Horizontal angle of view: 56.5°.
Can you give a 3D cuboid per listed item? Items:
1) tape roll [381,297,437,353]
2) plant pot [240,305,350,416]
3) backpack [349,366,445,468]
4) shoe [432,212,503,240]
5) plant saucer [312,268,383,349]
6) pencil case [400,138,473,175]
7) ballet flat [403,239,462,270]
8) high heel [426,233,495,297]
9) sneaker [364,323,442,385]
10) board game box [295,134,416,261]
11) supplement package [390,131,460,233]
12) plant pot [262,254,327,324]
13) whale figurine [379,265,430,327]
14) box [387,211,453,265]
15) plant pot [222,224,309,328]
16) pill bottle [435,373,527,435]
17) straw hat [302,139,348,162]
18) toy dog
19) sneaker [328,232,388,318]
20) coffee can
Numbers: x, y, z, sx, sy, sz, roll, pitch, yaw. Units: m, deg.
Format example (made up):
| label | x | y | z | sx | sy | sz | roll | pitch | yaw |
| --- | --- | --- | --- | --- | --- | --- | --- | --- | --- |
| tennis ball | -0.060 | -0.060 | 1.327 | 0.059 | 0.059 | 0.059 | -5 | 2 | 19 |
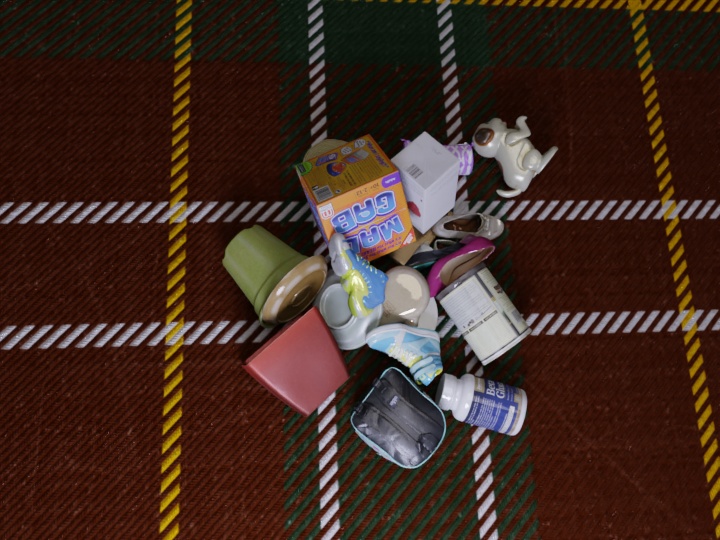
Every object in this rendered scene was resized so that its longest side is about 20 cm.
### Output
| label | x | y | z | sx | sy | sz | roll | pitch | yaw |
| --- | --- | --- | --- | --- | --- | --- | --- | --- | --- |
| tape roll | 0.092 | 0.106 | 1.651 | 0.199 | 0.037 | 0.206 | 1 | 75 | -5 |
| plant pot | -0.137 | 0.217 | 1.524 | 0.199 | 0.200 | 0.177 | -40 | 93 | -15 |
| backpack | 0.093 | 0.346 | 1.526 | 0.199 | 0.154 | 0.176 | 36 | 76 | 15 |
| shoe | 0.283 | -0.110 | 1.712 | 0.197 | 0.053 | 0.071 | -3 | 80 | -17 |
| plant saucer | -0.042 | 0.085 | 1.578 | 0.197 | 0.050 | 0.204 | -3 | 85 | 31 |
| pencil case | 0.200 | -0.295 | 1.744 | 0.196 | 0.084 | 0.087 | 0 | 109 | -8 |
| ballet flat | 0.185 | -0.040 | 1.680 | 0.197 | 0.073 | 0.074 | -11 | 76 | -22 |
| high heel | 0.235 | -0.006 | 1.614 | 0.067 | 0.096 | 0.201 | 40 | 85 | -31 |
| sneaker | 0.108 | 0.197 | 1.529 | 0.197 | 0.080 | 0.132 | 7 | 53 | -26 |
| board game box | -0.012 | -0.159 | 1.575 | 0.197 | 0.202 | 0.201 | -23 | 39 | -5 |
| supplement package | 0.154 | -0.208 | 1.624 | 0.120 | 0.201 | 0.121 | -41 | 67 | -16 |
| plant pot | -0.142 | 0.051 | 1.527 | 0.027 | 0.201 | 0.200 | 41 | 74 | 17 |
| whale figurine | 0.078 | 0.080 | 1.600 | 0.159 | 0.104 | 0.200 | 43 | 99 | 5 |
| box | 0.120 | -0.123 | 1.722 | 0.163 | 0.021 | 0.201 | 38 | 75 | 4 |
| plant pot | -0.220 | -0.001 | 1.580 | 0.184 | 0.201 | 0.200 | 42 | 74 | 18 |
| pill bottle | 0.281 | 0.309 | 1.578 | 0.197 | 0.111 | 0.113 | 16 | 74 | -2 |
| straw hat | -0.057 | -0.261 | 1.707 | 0.197 | 0.085 | 0.204 | 2 | 74 | -6 |
| toy dog | 0.385 | -0.313 | 1.760 | 0.199 | 0.139 | 0.195 | 39 | 105 | 4 |
| sneaker | 0.000 | 0.000 | 1.500 | 0.104 | 0.076 | 0.203 | -23 | 108 | -20 |
| coffee can | 0.296 | 0.104 | 1.617 | 0.145 | 0.147 | 0.201 | -32 | 81 | -13 |
